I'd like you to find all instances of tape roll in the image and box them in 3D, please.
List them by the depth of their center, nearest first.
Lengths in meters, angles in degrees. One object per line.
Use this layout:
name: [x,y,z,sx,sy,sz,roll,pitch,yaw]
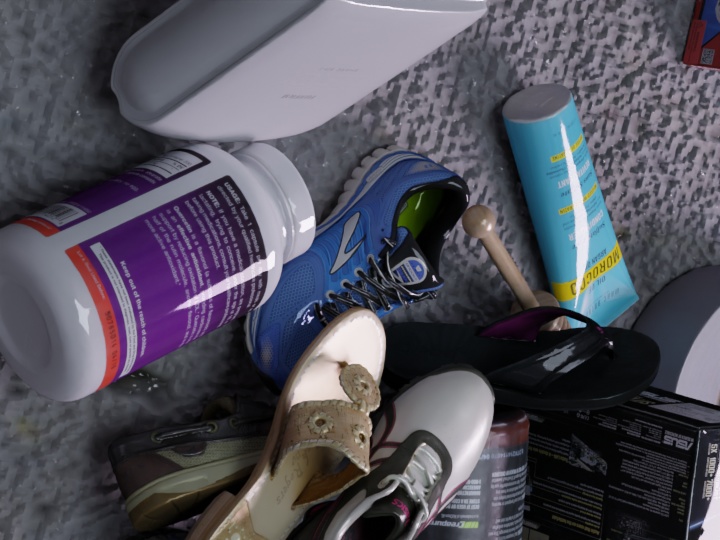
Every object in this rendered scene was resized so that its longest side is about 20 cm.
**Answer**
tape roll: [0.284,0.099,1.970,0.200,0.066,0.201,-10,107,-38]

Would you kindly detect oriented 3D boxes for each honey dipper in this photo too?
honey dipper: [0.107,0.007,1.770,0.038,0.038,0.200,-59,152,-14]

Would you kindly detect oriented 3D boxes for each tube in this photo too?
tube: [0.150,-0.038,1.845,0.077,0.050,0.200,-34,125,-22]

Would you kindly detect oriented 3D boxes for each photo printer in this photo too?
photo printer: [-0.043,-0.141,1.563,0.166,0.200,0.070,-2,67,-50]

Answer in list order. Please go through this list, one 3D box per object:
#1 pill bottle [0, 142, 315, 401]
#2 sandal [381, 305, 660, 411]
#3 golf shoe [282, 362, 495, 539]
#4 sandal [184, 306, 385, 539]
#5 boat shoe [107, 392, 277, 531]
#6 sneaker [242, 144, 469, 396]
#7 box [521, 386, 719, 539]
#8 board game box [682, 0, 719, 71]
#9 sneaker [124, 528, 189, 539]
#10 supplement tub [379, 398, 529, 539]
pill bottle: [-0.127,-0.007,1.568,0.200,0.112,0.113,-27,116,-33]
sandal: [0.112,0.056,1.757,0.200,0.075,0.048,0,133,-10]
golf shoe: [0.029,0.142,1.649,0.077,0.088,0.200,45,70,-13]
sandal: [-0.025,0.124,1.607,0.212,0.070,0.078,-54,133,-16]
boat shoe: [-0.078,0.110,1.664,0.200,0.073,0.065,-15,74,-48]
sneaker: [0.000,0.000,1.692,0.200,0.089,0.079,-53,126,-19]
box: [0.187,0.167,1.812,0.086,0.200,0.164,0,99,-40]
board game box: [0.301,-0.243,1.885,0.019,0.103,0.201,12,91,-41]
sneaker: [-0.084,0.222,1.683,0.200,0.074,0.087,17,93,-40]
supplement tub: [0.058,0.190,1.772,0.107,0.107,0.201,-3,102,-40]
